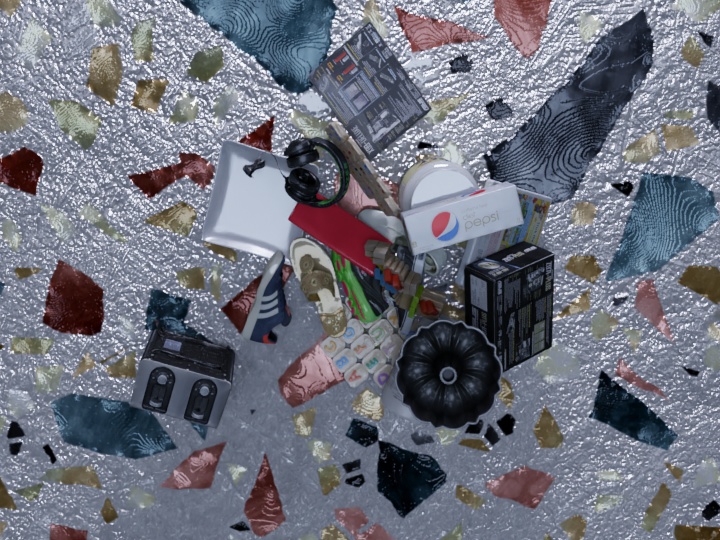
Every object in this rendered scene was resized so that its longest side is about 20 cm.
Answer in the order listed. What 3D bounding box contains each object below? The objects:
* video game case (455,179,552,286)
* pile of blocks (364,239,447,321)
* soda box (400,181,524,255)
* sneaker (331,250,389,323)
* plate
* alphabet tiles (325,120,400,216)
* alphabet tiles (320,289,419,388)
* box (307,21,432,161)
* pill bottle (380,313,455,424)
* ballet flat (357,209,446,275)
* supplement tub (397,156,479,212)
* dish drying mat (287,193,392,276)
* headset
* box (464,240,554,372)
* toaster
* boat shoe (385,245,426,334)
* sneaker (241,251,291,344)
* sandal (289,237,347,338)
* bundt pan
[{"bbox_3d":[0.278,-0.059,1.455,0.179,0.023,0.205,8,102,-38],"label":"video game case"},{"bbox_3d":[0.072,0.032,1.384,0.199,0.062,0.082,42,122,-4],"label":"pile of blocks"},{"bbox_3d":[0.169,-0.088,1.270,0.195,0.064,0.070,-16,102,2],"label":"soda box"},{"bbox_3d":[0.000,0.000,1.489,0.082,0.076,0.205,-18,91,-30],"label":"sneaker"},{"bbox_3d":[-0.195,-0.132,1.475,0.195,0.032,0.205,15,101,-4],"label":"plate"},{"bbox_3d":[0.003,-0.185,1.385,0.014,0.195,0.202,-36,99,-5],"label":"alphabet tiles"},{"bbox_3d":[0.023,0.138,1.540,0.194,0.015,0.201,-37,100,6],"label":"alphabet tiles"},{"bbox_3d":[0.018,-0.336,1.431,0.157,0.050,0.201,-38,99,6],"label":"box"},{"bbox_3d":[0.126,0.187,1.490,0.112,0.114,0.204,23,99,-5],"label":"pill bottle"},{"bbox_3d":[0.080,-0.053,1.471,0.197,0.070,0.071,28,99,-8],"label":"ballet flat"},{"bbox_3d":[0.144,-0.131,1.396,0.141,0.200,0.149,0,101,-1],"label":"supplement tub"},{"bbox_3d":[-0.039,-0.074,1.439,0.198,0.018,0.078,33,78,4],"label":"dish drying mat"},{"bbox_3d":[-0.116,-0.181,1.388,0.196,0.094,0.127,14,117,25],"label":"headset"},{"bbox_3d":[0.284,0.070,1.440,0.161,0.086,0.205,-21,119,-29],"label":"box"},{"bbox_3d":[-0.342,0.203,1.467,0.177,0.200,0.121,18,103,-12],"label":"toaster"},{"bbox_3d":[0.082,0.039,1.461,0.066,0.075,0.202,12,135,7],"label":"boat shoe"},{"bbox_3d":[-0.166,0.058,1.486,0.083,0.076,0.203,20,119,-7],"label":"sneaker"},{"bbox_3d":[-0.075,0.039,1.468,0.076,0.070,0.216,-22,105,-1],"label":"sandal"},{"bbox_3d":[0.162,0.183,1.388,0.196,0.076,0.208,1,97,7],"label":"bundt pan"}]
